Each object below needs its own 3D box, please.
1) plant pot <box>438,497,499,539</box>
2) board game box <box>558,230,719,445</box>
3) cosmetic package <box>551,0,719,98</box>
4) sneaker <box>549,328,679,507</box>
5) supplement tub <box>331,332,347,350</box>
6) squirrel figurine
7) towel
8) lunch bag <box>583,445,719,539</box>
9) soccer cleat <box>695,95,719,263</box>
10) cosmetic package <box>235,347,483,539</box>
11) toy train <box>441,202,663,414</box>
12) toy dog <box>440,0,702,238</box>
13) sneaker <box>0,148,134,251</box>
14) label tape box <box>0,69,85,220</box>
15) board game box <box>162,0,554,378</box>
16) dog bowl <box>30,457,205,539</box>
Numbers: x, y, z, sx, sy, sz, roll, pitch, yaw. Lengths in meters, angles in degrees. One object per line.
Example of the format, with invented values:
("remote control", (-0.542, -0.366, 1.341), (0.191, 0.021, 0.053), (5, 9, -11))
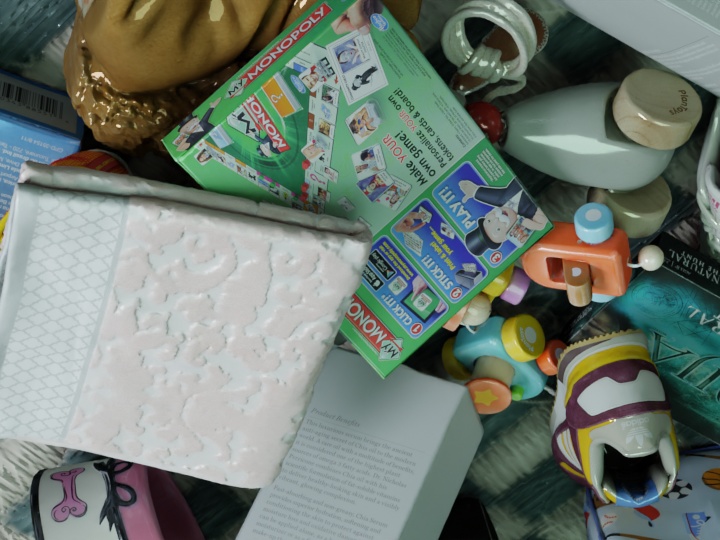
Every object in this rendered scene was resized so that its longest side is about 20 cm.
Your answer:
("plant pot", (0.032, 0.271, 1.154), (0.199, 0.200, 0.178), (-8, 111, -1))
("board game box", (0.242, 0.063, 1.076), (0.200, 0.028, 0.135), (29, 144, -6))
("cosmetic package", (0.155, -0.176, 0.907), (0.200, 0.107, 0.090), (30, 85, -12))
("sneaker", (0.161, 0.118, 1.061), (0.075, 0.090, 0.200), (-14, 150, 4))
("supplement tub", (-0.082, 0.016, 1.018), (0.200, 0.123, 0.123), (-30, 120, 11))
("squirrel figurine", (-0.063, -0.139, 0.931), (0.186, 0.142, 0.200), (3, 120, -21))
("towel", (-0.110, 0.036, 0.910), (0.191, 0.032, 0.200), (11, 131, -14))
("lunch bag", (0.238, 0.198, 1.117), (0.160, 0.200, 0.076), (-9, 118, 0))
("soccer cleat", (0.232, -0.033, 1.035), (0.070, 0.086, 0.200), (16, 122, 31))
("cosmetic package", (-0.009, 0.158, 1.052), (0.101, 0.200, 0.071), (16, 155, 24))
("toy train", (0.109, 0.037, 1.042), (0.150, 0.056, 0.200), (10, 143, 17))
("toy dog", (0.109, -0.101, 0.993), (0.200, 0.096, 0.132), (29, 129, -17))
("sneaker", (-0.203, 0.012, 0.948), (0.073, 0.077, 0.200), (36, 109, 8))
("label tape box", (-0.266, -0.032, 1.003), (0.144, 0.063, 0.200), (19, 117, -18))
("board game box", (0.004, -0.046, 0.916), (0.135, 0.029, 0.200), (-41, 126, 1))
("dog bowl", (-0.139, 0.208, 1.090), (0.074, 0.200, 0.200), (-24, 121, 0))
